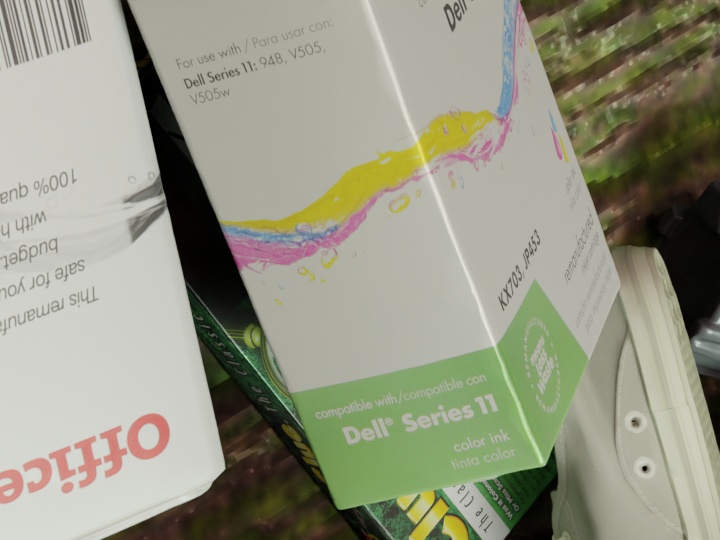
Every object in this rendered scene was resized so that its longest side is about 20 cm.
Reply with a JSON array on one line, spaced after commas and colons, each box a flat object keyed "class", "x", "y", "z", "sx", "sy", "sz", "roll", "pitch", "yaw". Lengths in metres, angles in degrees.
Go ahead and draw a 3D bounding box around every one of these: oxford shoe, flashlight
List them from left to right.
[{"class": "oxford shoe", "x": 0.090, "y": 0.094, "z": 0.859, "sx": 0.057, "sy": 0.075, "sz": 0.202, "roll": -15, "pitch": 88, "yaw": 9}, {"class": "flashlight", "x": 0.184, "y": 0.027, "z": 0.962, "sx": 0.199, "sy": 0.068, "sz": 0.068, "roll": 12, "pitch": 63, "yaw": -31}]

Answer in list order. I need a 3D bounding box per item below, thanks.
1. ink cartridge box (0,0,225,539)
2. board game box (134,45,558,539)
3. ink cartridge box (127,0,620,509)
[{"class": "ink cartridge box", "x": -0.133, "y": -0.019, "z": 0.725, "sx": 0.145, "sy": 0.084, "sz": 0.202, "roll": -20, "pitch": 107, "yaw": -31}, {"class": "board game box", "x": 0.000, "y": 0.000, "z": 0.855, "sx": 0.105, "sy": 0.023, "sz": 0.200, "roll": -48, "pitch": 118, "yaw": -22}, {"class": "ink cartridge box", "x": 0.002, "y": -0.052, "z": 0.766, "sx": 0.201, "sy": 0.067, "sz": 0.117, "roll": 68, "pitch": 24, "yaw": -20}]
